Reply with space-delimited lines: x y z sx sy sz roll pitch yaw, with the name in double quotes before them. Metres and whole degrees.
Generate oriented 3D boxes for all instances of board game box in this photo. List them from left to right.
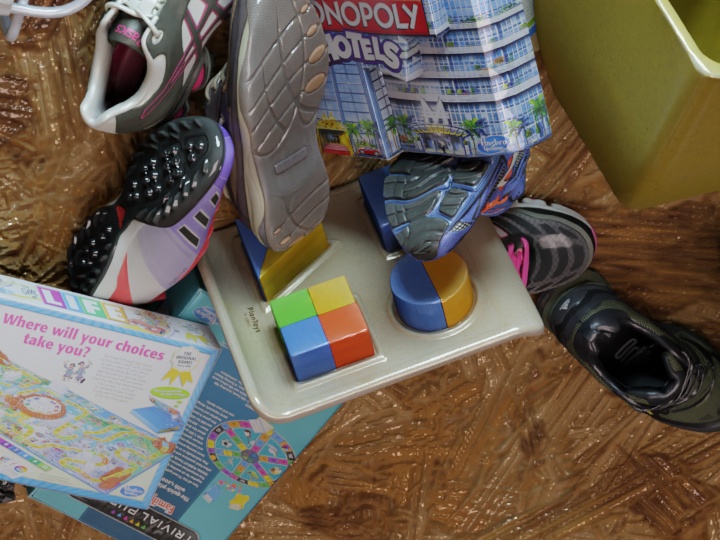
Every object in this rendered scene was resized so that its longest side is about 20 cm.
"board game box" -0.210 0.079 1.684 0.200 0.034 0.134 15 112 -28
"board game box" -0.121 0.107 1.788 0.151 0.047 0.200 32 108 -30
"board game box" 0.010 -0.172 1.593 0.062 0.200 0.200 -33 118 -36

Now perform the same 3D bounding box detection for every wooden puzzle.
"wooden puzzle" 0.000 0.000 1.674 0.200 0.185 0.046 -17 135 -7

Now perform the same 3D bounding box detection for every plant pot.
"plant pot" 0.225 -0.150 1.639 0.195 0.194 0.200 -14 149 -25

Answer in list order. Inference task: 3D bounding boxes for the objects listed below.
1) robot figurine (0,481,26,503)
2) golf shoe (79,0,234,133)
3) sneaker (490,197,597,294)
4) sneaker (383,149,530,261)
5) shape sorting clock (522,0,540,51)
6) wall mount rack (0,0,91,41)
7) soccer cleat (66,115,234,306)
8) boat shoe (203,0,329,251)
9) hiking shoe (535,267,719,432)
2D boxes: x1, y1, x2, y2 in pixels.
"robot figurine" -0.310 0.113 1.729 0.200 0.058 0.145 -20 124 -3
"golf shoe" -0.116 -0.172 1.583 0.077 0.088 0.200 28 114 15
"sneaker" 0.076 0.002 1.758 0.200 0.087 0.074 -4 121 -15
"sneaker" 0.076 -0.062 1.656 0.075 0.200 0.078 -7 120 29
"shape sorting clock" 0.098 -0.224 1.656 0.200 0.039 0.200 -14 134 -14
"wall mount rack" -0.250 -0.232 1.532 0.200 0.075 0.174 9 121 -21
"soccer cleat" -0.123 -0.037 1.659 0.073 0.068 0.200 7 146 -31
"boat shoe" -0.069 -0.104 1.622 0.074 0.073 0.200 -31 136 -36
"hiking shoe" 0.213 0.079 1.838 0.200 0.101 0.076 31 108 -30
